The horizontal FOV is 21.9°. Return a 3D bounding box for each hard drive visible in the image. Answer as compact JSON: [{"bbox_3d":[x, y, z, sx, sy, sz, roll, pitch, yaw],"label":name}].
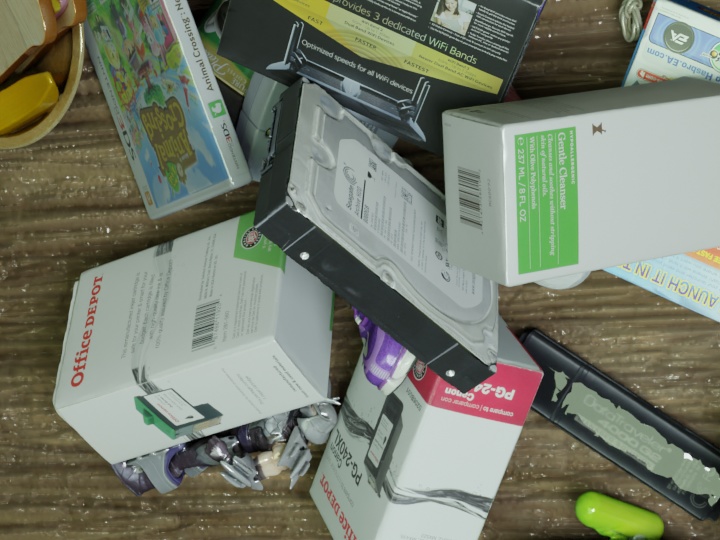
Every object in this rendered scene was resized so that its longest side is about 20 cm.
[{"bbox_3d":[0.017,-0.025,1.254,0.200,0.140,0.038,39,123,-24],"label":"hard drive"}]

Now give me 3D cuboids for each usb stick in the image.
[{"bbox_3d":[0.193,0.115,1.399,0.199,0.033,0.056,33,103,11],"label":"usb stick"}]

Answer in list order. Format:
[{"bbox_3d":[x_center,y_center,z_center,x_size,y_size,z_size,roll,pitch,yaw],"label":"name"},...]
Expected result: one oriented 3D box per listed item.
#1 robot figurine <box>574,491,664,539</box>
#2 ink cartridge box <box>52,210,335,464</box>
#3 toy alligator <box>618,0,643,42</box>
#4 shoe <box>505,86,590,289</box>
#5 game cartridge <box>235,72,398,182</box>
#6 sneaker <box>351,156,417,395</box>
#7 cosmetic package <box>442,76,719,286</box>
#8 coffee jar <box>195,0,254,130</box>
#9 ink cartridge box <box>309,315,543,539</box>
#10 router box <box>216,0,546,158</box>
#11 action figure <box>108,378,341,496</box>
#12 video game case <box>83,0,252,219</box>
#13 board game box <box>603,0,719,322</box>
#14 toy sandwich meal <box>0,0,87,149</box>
[{"bbox_3d":[0.186,0.260,1.378,0.198,0.116,0.177,-7,58,29],"label":"robot figurine"},{"bbox_3d":[-0.126,0.049,1.434,0.198,0.147,0.084,-18,133,23],"label":"ink cartridge box"},{"bbox_3d":[0.202,-0.266,1.314,0.054,0.059,0.202,-13,105,-21],"label":"toy alligator"},{"bbox_3d":[0.112,-0.077,1.352,0.071,0.091,0.201,-42,78,23],"label":"shoe"},{"bbox_3d":[-0.010,-0.148,1.372,0.041,0.133,0.201,48,115,41],"label":"game cartridge"},{"bbox_3d":[0.000,0.000,1.343,0.081,0.083,0.202,125,145,-44],"label":"sneaker"},{"bbox_3d":[0.158,-0.062,1.226,0.085,0.198,0.109,23,120,61],"label":"cosmetic package"},{"bbox_3d":[-0.061,-0.200,1.399,0.104,0.085,0.201,38,111,18],"label":"coffee jar"},{"bbox_3d":[0.045,0.125,1.386,0.083,0.145,0.202,13,108,-23],"label":"ink cartridge box"},{"bbox_3d":[0.014,-0.173,1.238,0.198,0.052,0.158,25,139,2],"label":"router box"},{"bbox_3d":[-0.098,0.130,1.464,0.198,0.130,0.070,-18,109,29],"label":"action figure"},{"bbox_3d":[-0.154,-0.137,1.411,0.200,0.022,0.184,-13,98,66],"label":"video game case"},{"bbox_3d":[0.269,-0.068,1.323,0.199,0.056,0.197,25,108,14],"label":"board game box"},{"bbox_3d":[-0.299,-0.190,1.480,0.203,0.070,0.208,7,103,30],"label":"toy sandwich meal"}]
